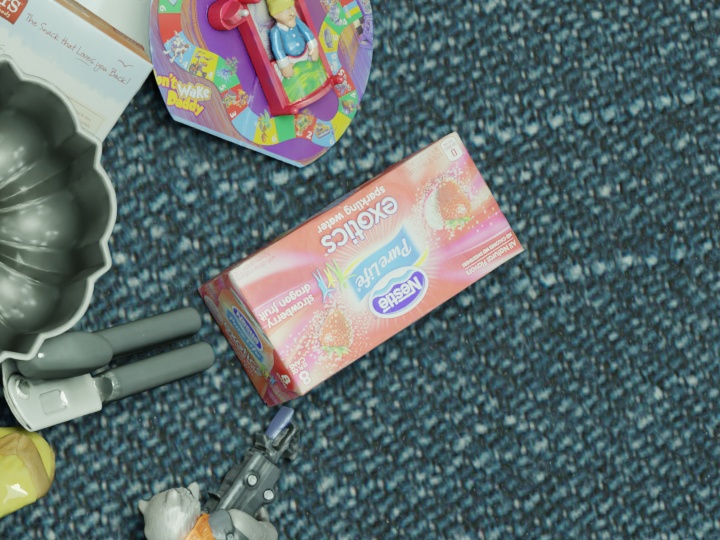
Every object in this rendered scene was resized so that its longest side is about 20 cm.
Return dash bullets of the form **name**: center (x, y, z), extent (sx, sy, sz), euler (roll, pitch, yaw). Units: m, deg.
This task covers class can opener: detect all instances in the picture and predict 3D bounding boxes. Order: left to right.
- **can opener**: center (-0.161, 0.061, 1.420), extent (0.200, 0.066, 0.053), euler (-14, 83, -58)

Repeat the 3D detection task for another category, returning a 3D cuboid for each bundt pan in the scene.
- **bundt pan**: center (-0.255, -0.032, 1.318), extent (0.200, 0.076, 0.204), euler (4, 79, -21)

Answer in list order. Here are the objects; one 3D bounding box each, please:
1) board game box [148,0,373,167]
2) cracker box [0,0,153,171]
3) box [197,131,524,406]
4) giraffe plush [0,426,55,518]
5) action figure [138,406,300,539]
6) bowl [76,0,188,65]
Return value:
- **board game box**: center (-0.056, -0.164, 1.504), extent (0.199, 0.039, 0.159), euler (19, 81, -39)
- **cracker box**: center (-0.246, -0.095, 1.401), extent (0.134, 0.058, 0.201), euler (33, 100, -22)
- **box**: center (0.000, 0.000, 1.511), extent (0.199, 0.095, 0.103), euler (-32, 93, -20)
- **giraffe plush**: center (-0.310, 0.105, 1.353), extent (0.199, 0.172, 0.163), euler (-26, 90, -35)
- **action figure**: center (-0.062, 0.194, 1.462), extent (0.193, 0.104, 0.201), euler (33, 75, -21)
- **bowl**: center (-0.218, -0.217, 1.479), extent (0.199, 0.075, 0.201), euler (29, 73, -16)
